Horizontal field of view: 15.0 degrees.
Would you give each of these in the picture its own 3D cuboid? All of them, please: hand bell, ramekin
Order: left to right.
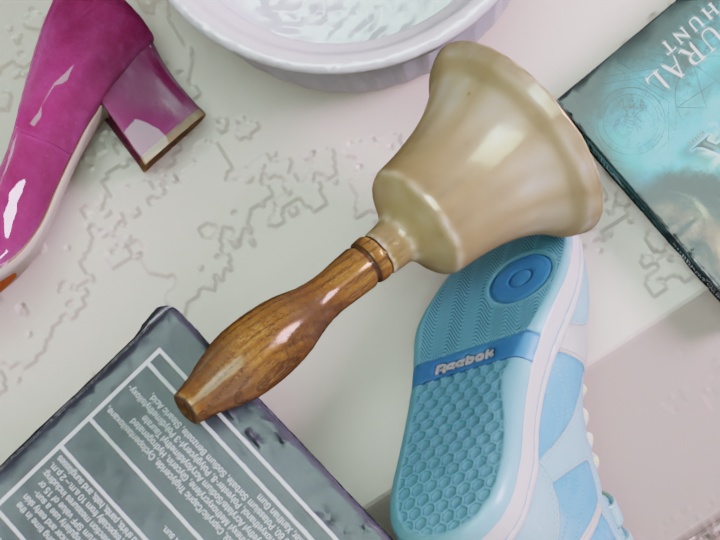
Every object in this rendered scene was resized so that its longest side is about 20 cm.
[{"bbox_3d":[-0.007,-0.179,1.273,0.199,0.098,0.202,-1,81,6],"label":"ramekin"},{"bbox_3d":[0.000,0.000,1.178,0.200,0.104,0.104,-40,79,-22],"label":"hand bell"}]

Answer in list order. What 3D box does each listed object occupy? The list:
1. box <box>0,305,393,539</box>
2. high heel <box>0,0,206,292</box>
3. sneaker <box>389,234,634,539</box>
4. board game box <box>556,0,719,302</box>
[{"bbox_3d":[-0.082,0.160,1.211,0.198,0.123,0.200,-43,78,-4],"label":"box"},{"bbox_3d":[-0.173,-0.050,1.277,0.200,0.067,0.096,-40,90,-7],"label":"high heel"},{"bbox_3d":[0.082,0.080,1.241,0.079,0.131,0.201,-13,42,35],"label":"sneaker"},{"bbox_3d":[0.209,-0.090,1.274,0.200,0.028,0.135,-40,79,-2],"label":"board game box"}]
